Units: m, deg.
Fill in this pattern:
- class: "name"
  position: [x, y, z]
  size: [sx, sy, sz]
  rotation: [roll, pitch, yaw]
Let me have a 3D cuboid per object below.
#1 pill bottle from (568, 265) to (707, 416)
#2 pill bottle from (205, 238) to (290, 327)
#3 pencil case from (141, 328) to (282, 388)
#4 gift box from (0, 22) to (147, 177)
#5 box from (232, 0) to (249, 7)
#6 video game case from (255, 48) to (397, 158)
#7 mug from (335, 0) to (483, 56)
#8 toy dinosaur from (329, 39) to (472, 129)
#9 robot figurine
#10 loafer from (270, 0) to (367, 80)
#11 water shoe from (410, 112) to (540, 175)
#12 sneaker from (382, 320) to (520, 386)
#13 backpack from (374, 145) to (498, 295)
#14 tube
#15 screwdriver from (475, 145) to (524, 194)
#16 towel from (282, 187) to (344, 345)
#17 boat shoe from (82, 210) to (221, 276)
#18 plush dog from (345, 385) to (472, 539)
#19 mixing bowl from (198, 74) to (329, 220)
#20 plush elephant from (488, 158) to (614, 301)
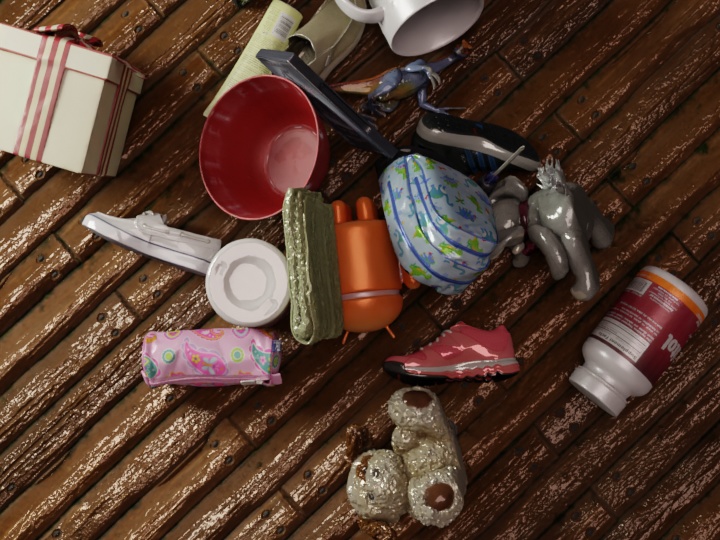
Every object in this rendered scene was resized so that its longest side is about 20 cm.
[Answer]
- class: "pill bottle"
  position: [0.390, 0.103, 1.331]
  size: [0.113, 0.113, 0.200]
  rotation: [39, 87, 2]
- class: "pill bottle"
  position: [-0.143, 0.022, 1.282]
  size: [0.113, 0.200, 0.116]
  rotation: [0, 86, 0]
- class: "pencil case"
  position: [-0.209, 0.127, 1.331]
  size: [0.198, 0.087, 0.088]
  rotation: [0, 86, -1]
- class: "gift box"
  position: [-0.399, -0.239, 1.311]
  size: [0.198, 0.185, 0.189]
  rotation: [15, 95, -4]
- class: "box"
  position: [-0.115, -0.472, 1.318]
  size: [0.199, 0.193, 0.048]
  rotation: [-37, 86, -2]
- class: "video game case"
  position: [-0.048, -0.231, 1.288]
  size: [0.200, 0.143, 0.019]
  rotation: [39, 87, -28]
- class: "mug"
  position: [0.052, -0.415, 1.334]
  size: [0.198, 0.148, 0.177]
  rotation: [-20, 75, -17]
- class: "toy dinosaur"
  position: [0.070, -0.289, 1.367]
  size: [0.199, 0.105, 0.182]
  rotation: [37, 68, 12]
- class: "robot figurine"
  position: [-0.002, 0.000, 1.330]
  size: [0.143, 0.116, 0.202]
  rotation: [-4, 85, -29]
- class: "loafer"
  position: [-0.062, -0.331, 1.362]
  size: [0.075, 0.068, 0.201]
  rotation: [30, 87, 29]
- class: "water shoe"
  position: [0.166, -0.173, 1.374]
  size: [0.198, 0.072, 0.079]
  rotation: [15, 130, -15]
- class: "sneaker"
  position: [0.128, 0.118, 1.356]
  size: [0.198, 0.074, 0.088]
  rotation: [-2, 73, -5]
- class: "backpack"
  position: [0.107, -0.065, 1.270]
  size: [0.162, 0.153, 0.202]
  rotation: [27, 52, -29]
- class: "tube"
  position: [-0.154, -0.300, 1.382]
  size: [0.058, 0.052, 0.201]
  rotation: [27, 89, 42]
- class: "screwdriver"
  position: [0.196, -0.139, 1.301]
  size: [0.029, 0.200, 0.028]
  rotation: [-15, 80, -19]
- class: "towel"
  position: [-0.062, -0.007, 1.217]
  size: [0.036, 0.148, 0.202]
  rotation: [-7, 88, 16]
- class: "boat shoe"
  position: [-0.299, -0.052, 1.355]
  size: [0.198, 0.074, 0.066]
  rotation: [21, 81, -10]
- class: "plush dog"
  position: [0.060, 0.288, 1.318]
  size: [0.170, 0.161, 0.202]
  rotation: [-20, 58, 12]
- class: "mixing bowl"
  position: [-0.117, -0.164, 1.324]
  size: [0.198, 0.108, 0.202]
  rotation: [-3, 83, 28]
- class: "plush elephant"
  position: [0.247, -0.057, 1.329]
  size: [0.201, 0.154, 0.165]
  rotation: [53, 41, -29]
